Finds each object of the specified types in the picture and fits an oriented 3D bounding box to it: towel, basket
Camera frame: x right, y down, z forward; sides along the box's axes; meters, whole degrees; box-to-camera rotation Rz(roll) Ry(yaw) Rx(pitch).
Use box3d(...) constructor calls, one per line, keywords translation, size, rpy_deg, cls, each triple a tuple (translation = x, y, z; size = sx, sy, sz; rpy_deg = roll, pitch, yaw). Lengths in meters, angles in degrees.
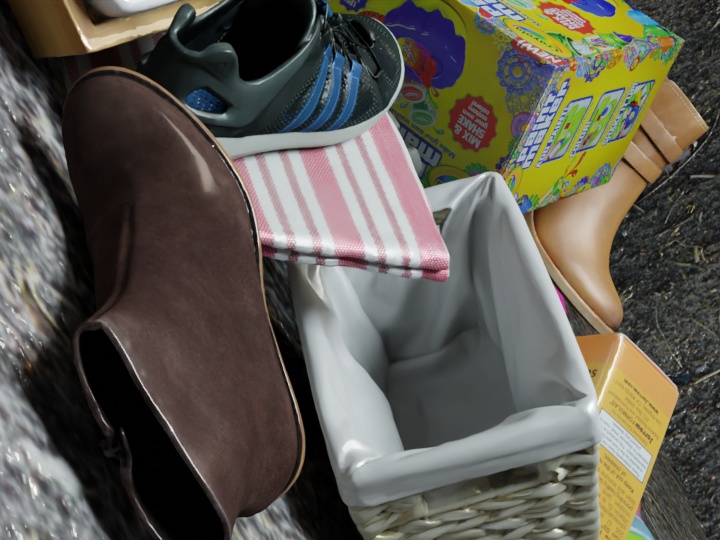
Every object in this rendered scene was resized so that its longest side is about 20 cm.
box3d(translation=(-0.056, -0.058, 0.825), size=(0.199, 0.030, 0.147), rpy_deg=(7, 45, -32), cls="towel")
box3d(translation=(0.046, 0.065, 0.870), size=(0.201, 0.135, 0.124), rpy_deg=(-106, 180, -48), cls="basket")

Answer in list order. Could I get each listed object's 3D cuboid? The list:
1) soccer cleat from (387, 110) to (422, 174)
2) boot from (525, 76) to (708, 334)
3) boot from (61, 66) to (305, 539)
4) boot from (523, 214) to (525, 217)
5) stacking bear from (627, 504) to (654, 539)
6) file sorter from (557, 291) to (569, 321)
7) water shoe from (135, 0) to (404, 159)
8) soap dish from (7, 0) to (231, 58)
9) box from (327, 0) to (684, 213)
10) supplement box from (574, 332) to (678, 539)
box3d(translation=(-0.046, -0.104, 0.942), size=(0.200, 0.065, 0.084), rpy_deg=(51, 51, 1), cls="soccer cleat")
box3d(translation=(0.191, -0.063, 1.191), size=(0.077, 0.155, 0.201), rpy_deg=(47, 17, -58), cls="boot")
box3d(translation=(-0.080, 0.007, 0.644), size=(0.201, 0.072, 0.166), rpy_deg=(64, 8, -1), cls="boot")
box3d(translation=(0.080, 0.003, 1.073), size=(0.070, 0.145, 0.201), rpy_deg=(29, -9, -17), cls="boot")
box3d(translation=(0.159, 0.236, 1.107), size=(0.122, 0.113, 0.201), rpy_deg=(53, 17, -34), cls="stacking bear")
box3d(translation=(0.060, -0.028, 1.253), size=(0.201, 0.125, 0.139), rpy_deg=(60, 10, -8), cls="file sorter")
box3d(translation=(-0.030, -0.107, 0.807), size=(0.072, 0.079, 0.200), rpy_deg=(45, 38, 14), cls="water shoe")
box3d(translation=(-0.110, -0.194, 0.803), size=(0.200, 0.081, 0.158), rpy_deg=(-29, 94, -49), cls="soap dish")
box3d(translation=(0.073, -0.145, 1.072), size=(0.200, 0.123, 0.192), rpy_deg=(38, 31, 21), cls="box")
box3d(translation=(0.112, 0.136, 0.924), size=(0.069, 0.066, 0.201), rpy_deg=(41, 60, -30), cls="supplement box")
